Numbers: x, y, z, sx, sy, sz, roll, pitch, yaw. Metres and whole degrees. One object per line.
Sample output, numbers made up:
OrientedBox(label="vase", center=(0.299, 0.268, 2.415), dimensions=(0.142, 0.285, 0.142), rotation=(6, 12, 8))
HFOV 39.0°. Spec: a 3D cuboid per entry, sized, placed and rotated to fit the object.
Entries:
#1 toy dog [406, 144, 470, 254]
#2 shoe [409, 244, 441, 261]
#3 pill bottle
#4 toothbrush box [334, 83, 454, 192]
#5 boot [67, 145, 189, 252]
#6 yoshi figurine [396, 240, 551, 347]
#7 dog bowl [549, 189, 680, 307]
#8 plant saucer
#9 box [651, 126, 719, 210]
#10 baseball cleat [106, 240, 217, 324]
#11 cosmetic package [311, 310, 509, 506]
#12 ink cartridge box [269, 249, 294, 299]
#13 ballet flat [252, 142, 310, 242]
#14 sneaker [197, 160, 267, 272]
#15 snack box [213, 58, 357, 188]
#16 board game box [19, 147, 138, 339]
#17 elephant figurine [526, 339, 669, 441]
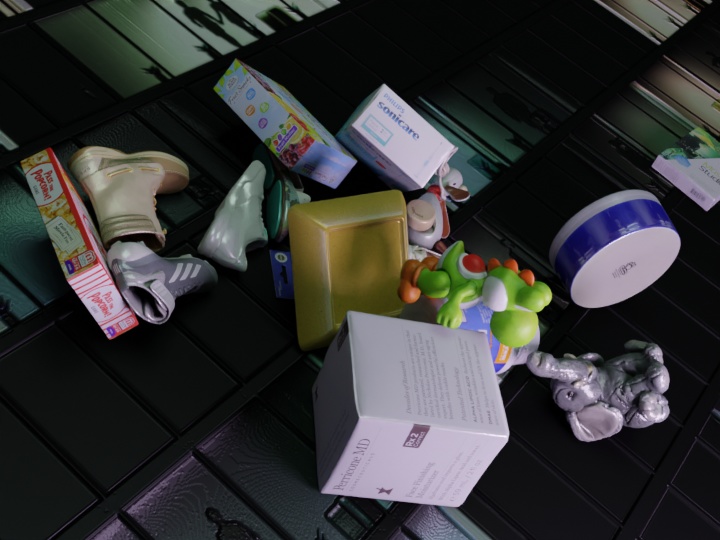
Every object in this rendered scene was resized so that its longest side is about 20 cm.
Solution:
OrientedBox(label="toy dog", center=(0.129, -0.087, 1.613), dimensions=(0.095, 0.132, 0.201), rotation=(32, 68, 8))
OrientedBox(label="shoe", center=(0.103, -0.009, 1.537), dimensions=(0.197, 0.054, 0.071), rotation=(24, 36, -23))
OrientedBox(label="pill bottle", center=(0.158, 0.093, 1.446), dimensions=(0.197, 0.113, 0.113), rotation=(3, 46, -34))
OrientedBox(label="toothbrush box", center=(0.049, -0.202, 1.602), dimensions=(0.146, 0.200, 0.086), rotation=(40, 84, -9))
OrientedBox(label="boot", center=(-0.301, -0.092, 1.430), dimensions=(0.198, 0.073, 0.157), rotation=(4, 51, -53))
OrientedBox(label="yoshi figurine", center=(0.149, 0.044, 1.300), dimensions=(0.197, 0.112, 0.114), rotation=(12, 61, 36))
OrientedBox(label="dog bowl", center=(0.408, -0.032, 1.633), dimensions=(0.196, 0.202, 0.080), rotation=(-3, 51, -28))
OrientedBox(label="plant saucer", center=(0.000, 0.000, 1.416), dimensions=(0.197, 0.205, 0.048), rotation=(-11, 12, -34))
OrientedBox(label="box", center=(0.697, -0.211, 2.074), dimensions=(0.144, 0.037, 0.199), rotation=(43, 44, 17))
OrientedBox(label="baseball cleat", center=(-0.251, 0.026, 1.321), dimensions=(0.199, 0.069, 0.108), rotation=(17, 47, -55))
OrientedBox(label="cosmetic package", center=(0.055, 0.176, 1.281), dimensions=(0.196, 0.166, 0.167), rotation=(9, 44, -17))
OrientedBox(label="ink cartridge box", center=(-0.033, 0.005, 1.505), dimensions=(0.196, 0.037, 0.096), rotation=(5, 46, -20))
OrientedBox(label="ballet flat", center=(-0.117, -0.122, 1.568), dimensions=(0.070, 0.070, 0.202), rotation=(10, 41, -28))
OrientedBox(label="sneaker", center=(-0.168, -0.075, 1.501), dimensions=(0.088, 0.075, 0.202), rotation=(32, 47, -12))
OrientedBox(label="snack box", center=(-0.117, -0.230, 1.614), dimensions=(0.200, 0.068, 0.168), rotation=(48, 12, 21))
OrientedBox(label="board game box", center=(-0.358, -0.033, 1.294), dimensions=(0.046, 0.152, 0.202), rotation=(-26, 60, -8))
OrientedBox(label="elephant figurine", center=(0.333, 0.169, 1.463), dimensions=(0.195, 0.159, 0.142), rotation=(-7, 9, 2))
